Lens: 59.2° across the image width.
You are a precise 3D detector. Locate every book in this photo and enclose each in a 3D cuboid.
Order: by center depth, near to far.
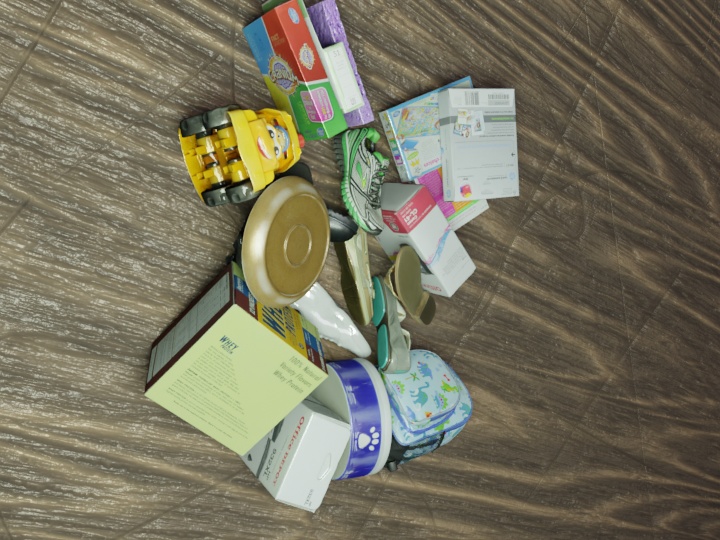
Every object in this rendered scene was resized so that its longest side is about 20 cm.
[{"bbox_3d":[0.160,-0.181,1.251,0.133,0.048,0.203,-33,110,-21],"label":"book"}]

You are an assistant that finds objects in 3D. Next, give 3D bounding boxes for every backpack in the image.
[{"bbox_3d":[0.109,0.245,1.193,0.197,0.184,0.148,-8,141,-33],"label":"backpack"}]

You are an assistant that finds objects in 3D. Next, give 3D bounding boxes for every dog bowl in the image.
[{"bbox_3d":[-0.025,0.260,1.115,0.077,0.199,0.205,-1,98,-27],"label":"dog bowl"}]

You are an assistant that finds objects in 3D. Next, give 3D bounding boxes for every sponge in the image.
[{"bbox_3d":[-0.046,-0.343,1.067,0.030,0.111,0.203,-28,110,-24],"label":"sponge"}]

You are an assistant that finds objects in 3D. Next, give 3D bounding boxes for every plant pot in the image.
[{"bbox_3d":[-0.102,-0.040,0.961,0.199,0.027,0.204,-27,123,-51],"label":"plant pot"}]

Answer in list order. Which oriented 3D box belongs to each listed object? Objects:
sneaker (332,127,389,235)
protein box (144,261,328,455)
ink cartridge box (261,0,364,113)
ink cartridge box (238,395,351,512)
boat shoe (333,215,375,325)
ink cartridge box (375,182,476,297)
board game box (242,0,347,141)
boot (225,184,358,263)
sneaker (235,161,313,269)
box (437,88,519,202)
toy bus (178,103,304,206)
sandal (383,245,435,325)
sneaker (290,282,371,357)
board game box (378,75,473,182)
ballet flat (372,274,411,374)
[{"bbox_3d":[0.010,-0.158,1.093,0.078,0.084,0.204,19,57,-64],"label":"sneaker"},{"bbox_3d":[-0.193,0.139,0.996,0.200,0.136,0.198,-43,118,11],"label":"protein box"},{"bbox_3d":[-0.079,-0.350,1.027,0.047,0.145,0.203,-29,110,-24],"label":"ink cartridge box"},{"bbox_3d":[-0.118,0.284,1.063,0.083,0.199,0.147,28,83,-30],"label":"ink cartridge box"},{"bbox_3d":[-0.001,-0.001,1.168,0.062,0.073,0.205,-17,97,-25],"label":"boat shoe"},{"bbox_3d":[0.103,-0.059,1.175,0.086,0.147,0.201,-42,114,-18],"label":"ink cartridge box"},{"bbox_3d":[-0.107,-0.310,1.014,0.040,0.152,0.203,-31,111,-21],"label":"board game box"},{"bbox_3d":[-0.116,-0.038,1.070,0.195,0.073,0.165,21,80,-9],"label":"boot"},{"bbox_3d":[-0.130,-0.093,0.989,0.075,0.091,0.203,22,67,7],"label":"sneaker"},{"bbox_3d":[0.225,-0.237,1.197,0.153,0.041,0.205,-8,96,-25],"label":"box"},{"bbox_3d":[-0.160,-0.191,0.980,0.190,0.198,0.138,-24,106,-33],"label":"toy bus"},{"bbox_3d":[0.075,0.028,1.152,0.078,0.069,0.213,-60,144,-23],"label":"sandal"},{"bbox_3d":[-0.064,0.101,1.154,0.088,0.075,0.200,-43,110,-4],"label":"sneaker"},{"bbox_3d":[0.143,-0.268,1.196,0.198,0.034,0.137,-26,104,-22],"label":"board game box"},{"bbox_3d":[0.057,0.100,1.169,0.062,0.068,0.203,9,51,-21],"label":"ballet flat"}]
